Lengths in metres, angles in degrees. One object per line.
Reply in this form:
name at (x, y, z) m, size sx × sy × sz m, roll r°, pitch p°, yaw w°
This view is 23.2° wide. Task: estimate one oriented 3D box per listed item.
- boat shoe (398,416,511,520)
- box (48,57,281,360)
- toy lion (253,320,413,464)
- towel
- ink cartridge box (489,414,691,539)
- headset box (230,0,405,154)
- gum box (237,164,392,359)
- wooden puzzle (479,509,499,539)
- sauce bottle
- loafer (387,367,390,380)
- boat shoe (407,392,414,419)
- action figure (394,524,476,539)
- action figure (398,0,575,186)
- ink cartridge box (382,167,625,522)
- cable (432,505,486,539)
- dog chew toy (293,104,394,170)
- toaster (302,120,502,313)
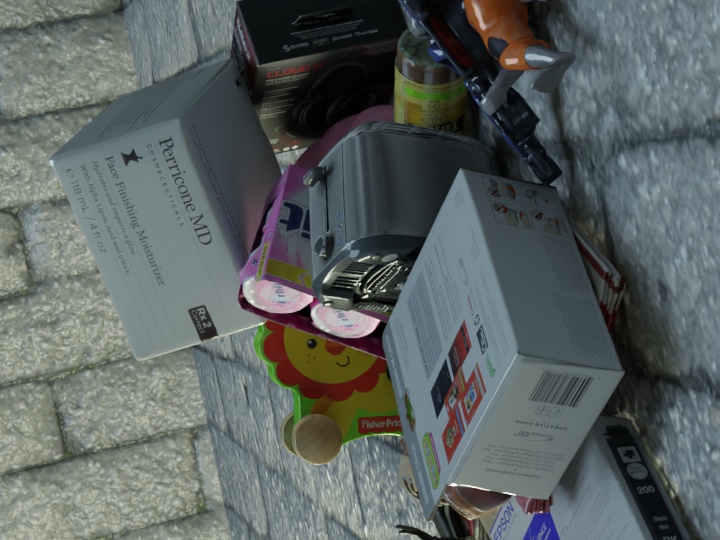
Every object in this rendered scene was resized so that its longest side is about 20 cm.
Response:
boat shoe at (0.070, 0.159, 1.399) m, size 0.076 × 0.072 × 0.200 m, roll 43°, pitch -172°, yaw -9°
box at (-0.154, -0.058, 1.568) m, size 0.200 × 0.130 × 0.199 m, roll -64°, pitch -46°, yaw -67°
toy lion at (0.000, 0.081, 1.651) m, size 0.069 × 0.199 × 0.192 m, roll -169°, pitch 78°, yaw -75°
towel at (0.137, 0.063, 1.310) m, size 0.144 × 0.023 × 0.201 m, roll -121°, pitch 43°, yaw -60°
ink cartridge box at (0.170, 0.210, 1.307) m, size 0.200 × 0.043 × 0.198 m, roll -112°, pitch 30°, yaw -42°
headset box at (-0.044, -0.197, 1.674) m, size 0.200 × 0.148 × 0.077 m, roll 109°, pitch 145°, yaw -64°
gum box at (0.000, 0.000, 1.484) m, size 0.066 × 0.199 × 0.114 m, roll 131°, pitch 155°, yaw -56°
wooden puzzle at (0.139, 0.184, 1.497) m, size 0.185 × 0.046 × 0.200 m, roll -118°, pitch 18°, yaw -50°
sauce bottle at (0.060, -0.114, 1.509) m, size 0.065 × 0.065 × 0.200 m, roll -116°, pitch 18°, yaw -44°
loafer at (0.027, 0.044, 1.758) m, size 0.073 × 0.071 × 0.201 m, roll -18°, pitch 66°, yaw 46°
boat shoe at (0.065, 0.068, 1.599) m, size 0.060 × 0.075 × 0.201 m, roll -21°, pitch -91°, yaw -64°
action figure at (0.110, 0.306, 1.602) m, size 0.200 × 0.102 × 0.119 m, roll 62°, pitch 168°, yaw -1°
action figure at (0.114, -0.165, 1.260) m, size 0.200 × 0.105 × 0.193 m, roll 52°, pitch 176°, yaw -9°
ink cartridge box at (0.095, 0.059, 1.270) m, size 0.200 × 0.084 × 0.176 m, roll -102°, pitch 29°, yaw -47°
cable at (0.118, 0.275, 1.708) m, size 0.097 × 0.050 × 0.200 m, roll -29°, pitch 85°, yaw 58°
dog chew toy at (0.005, -0.090, 1.645) m, size 0.200 × 0.124 × 0.125 m, roll 129°, pitch 128°, yaw -63°
toaster at (0.048, -0.038, 1.415) m, size 0.114 × 0.199 × 0.130 m, roll -45°, pitch 46°, yaw 49°
